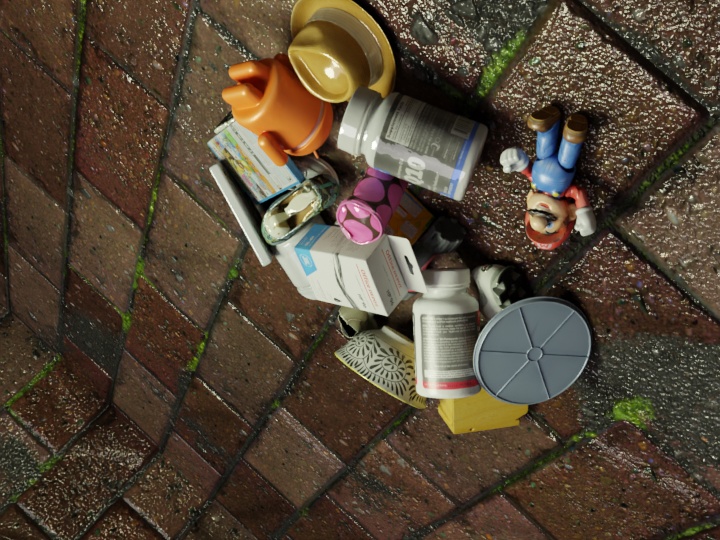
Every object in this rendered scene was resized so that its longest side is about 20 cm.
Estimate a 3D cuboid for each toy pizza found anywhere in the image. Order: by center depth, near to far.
[{"bbox_3d":[0.273,0.126,1.467,0.032,0.197,0.202,-109,-6,-61],"label":"toy pizza"}]

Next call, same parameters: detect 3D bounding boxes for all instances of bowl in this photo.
[{"bbox_3d":[0.059,0.165,1.715,0.199,0.095,0.201,32,-179,-1],"label":"bowl"}]

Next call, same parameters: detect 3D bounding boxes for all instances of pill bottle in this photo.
[{"bbox_3d":[0.074,-0.186,1.322,0.197,0.115,0.115,21,144,7],"label":"pill bottle"},{"bbox_3d":[0.141,0.099,1.499,0.110,0.110,0.204,1,95,46],"label":"pill bottle"}]

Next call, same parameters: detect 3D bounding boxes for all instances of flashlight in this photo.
[{"bbox_3d":[0.113,-0.021,1.557,0.068,0.068,0.200,39,142,-3],"label":"flashlight"}]

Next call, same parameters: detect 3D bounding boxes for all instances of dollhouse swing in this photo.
[{"bbox_3d":[0.203,0.165,1.687,0.178,0.178,0.202,-8,135,-1],"label":"dollhouse swing"}]

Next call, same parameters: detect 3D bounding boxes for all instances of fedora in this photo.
[{"bbox_3d":[-0.042,-0.315,1.374,0.199,0.082,0.203,29,144,23],"label":"fedora"}]

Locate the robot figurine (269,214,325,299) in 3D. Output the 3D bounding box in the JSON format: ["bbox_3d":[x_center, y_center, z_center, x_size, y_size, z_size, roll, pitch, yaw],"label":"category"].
[{"bbox_3d":[-0.094,-0.029,1.723,0.202,0.113,0.169,57,161,-19],"label":"robot figurine"}]

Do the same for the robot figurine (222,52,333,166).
[{"bbox_3d":[-0.123,-0.253,1.446,0.116,0.145,0.199,-40,137,24],"label":"robot figurine"}]

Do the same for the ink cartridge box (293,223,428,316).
[{"bbox_3d":[0.000,0.000,1.467,0.198,0.068,0.117,10,136,40],"label":"ink cartridge box"}]

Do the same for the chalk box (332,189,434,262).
[{"bbox_3d":[0.015,-0.053,1.571,0.124,0.124,0.200,43,148,-1],"label":"chalk box"}]

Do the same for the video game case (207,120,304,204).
[{"bbox_3d":[-0.184,-0.191,1.585,0.144,0.018,0.199,51,154,-13],"label":"video game case"}]

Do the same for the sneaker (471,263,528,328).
[{"bbox_3d":[0.239,0.072,1.520,0.088,0.074,0.203,15,132,51],"label":"sneaker"}]

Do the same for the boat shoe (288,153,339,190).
[{"bbox_3d":[-0.124,-0.170,1.642,0.200,0.065,0.075,21,141,32],"label":"boat shoe"}]

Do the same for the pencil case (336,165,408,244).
[{"bbox_3d":[0.027,-0.125,1.403,0.093,0.201,0.091,-22,116,39],"label":"pencil case"}]

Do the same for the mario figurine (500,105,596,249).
[{"bbox_3d":[0.257,-0.110,1.249,0.124,0.104,0.203,-120,21,-50],"label":"mario figurine"}]

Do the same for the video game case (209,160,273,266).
[{"bbox_3d":[-0.217,-0.114,1.725,0.202,0.022,0.182,62,-177,-10],"label":"video game case"}]

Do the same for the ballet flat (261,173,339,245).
[{"bbox_3d":[-0.122,-0.103,1.592,0.074,0.074,0.199,48,125,-7],"label":"ballet flat"}]

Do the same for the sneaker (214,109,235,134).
[{"bbox_3d":[-0.185,-0.252,1.613,0.198,0.077,0.085,-4,130,50],"label":"sneaker"}]

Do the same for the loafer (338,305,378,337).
[{"bbox_3d":[-0.013,0.092,1.769,0.076,0.069,0.201,52,170,20],"label":"loafer"}]
